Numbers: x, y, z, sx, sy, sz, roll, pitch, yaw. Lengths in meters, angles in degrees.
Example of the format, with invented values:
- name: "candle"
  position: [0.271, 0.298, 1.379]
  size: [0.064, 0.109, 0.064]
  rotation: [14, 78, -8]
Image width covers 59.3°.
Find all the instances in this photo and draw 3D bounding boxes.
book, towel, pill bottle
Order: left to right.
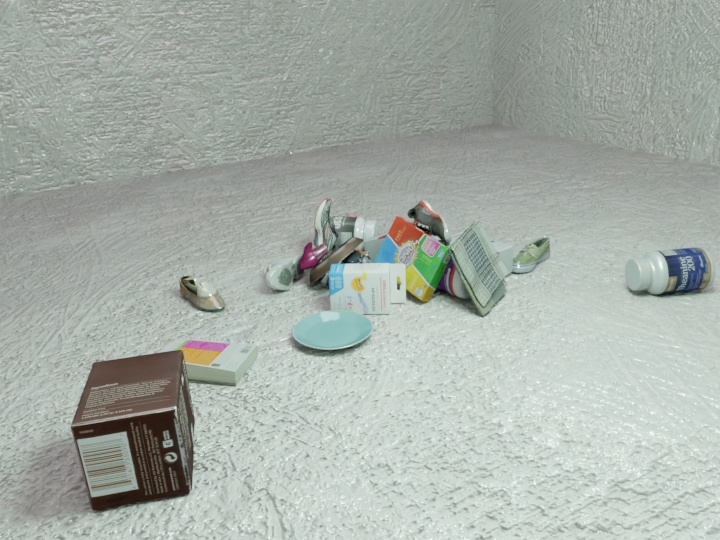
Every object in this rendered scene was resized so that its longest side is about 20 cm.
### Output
- name: "book"
  position: [-0.344, 0.197, 1.412]
  size: [0.195, 0.049, 0.134]
  rotation: [3, 20, 13]
- name: "pill bottle"
  position: [-0.043, -0.118, 2.058]
  size: [0.195, 0.116, 0.114]
  rotation: [2, 22, 14]
- name: "pill bottle"
  position: [0.231, -0.002, 1.734]
  size: [0.111, 0.115, 0.198]
  rotation: [-20, 27, -37]
- name: "towel"
  position: [0.313, -0.009, 1.634]
  size: [0.034, 0.203, 0.192]
  rotation: [-21, 11, 39]
- name: "pill bottle"
  position: [0.803, 0.002, 1.651]
  size: [0.195, 0.113, 0.111]
  rotation: [-5, 21, -4]

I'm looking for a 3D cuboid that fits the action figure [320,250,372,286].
- name: "action figure"
  position: [0.000, 0.000, 1.778]
  size: [0.195, 0.107, 0.194]
  rotation: [5, 28, 15]

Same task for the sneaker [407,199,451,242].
- name: "sneaker"
  position: [0.199, -0.129, 1.855]
  size: [0.081, 0.078, 0.201]
  rotation: [-27, 37, -5]

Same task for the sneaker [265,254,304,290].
- name: "sneaker"
  position: [-0.238, 0.010, 1.839]
  size: [0.097, 0.080, 0.200]
  rotation: [-3, 12, 19]

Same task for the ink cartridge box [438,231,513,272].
- name: "ink cartridge box"
  position: [0.319, -0.039, 1.832]
  size: [0.143, 0.085, 0.198]
  rotation: [-20, 27, -36]

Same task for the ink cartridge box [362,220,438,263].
- name: "ink cartridge box"
  position: [0.128, -0.090, 1.954]
  size: [0.144, 0.085, 0.198]
  rotation: [-11, 10, 45]

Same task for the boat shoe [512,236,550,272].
- name: "boat shoe"
  position: [0.503, -0.049, 1.884]
  size: [0.071, 0.063, 0.198]
  rotation: [15, 29, 38]

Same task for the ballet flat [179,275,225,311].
- name: "ballet flat"
  position: [-0.442, 0.057, 1.738]
  size: [0.197, 0.069, 0.067]
  rotation: [17, 29, 40]

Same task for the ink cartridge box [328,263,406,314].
- name: "ink cartridge box"
  position: [0.020, 0.047, 1.636]
  size: [0.195, 0.118, 0.068]
  rotation: [-1, 21, 5]

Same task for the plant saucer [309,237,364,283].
- name: "plant saucer"
  position: [-0.075, -0.036, 1.815]
  size: [0.199, 0.032, 0.200]
  rotation: [-39, 4, 3]

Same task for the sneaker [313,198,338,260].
- name: "sneaker"
  position: [-0.104, -0.123, 1.977]
  size: [0.073, 0.205, 0.081]
  rotation: [4, 5, 8]

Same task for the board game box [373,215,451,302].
- name: "board game box"
  position: [0.140, -0.033, 1.709]
  size: [0.199, 0.155, 0.040]
  rotation: [36, 15, 37]

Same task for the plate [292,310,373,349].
- name: "plate"
  position: [-0.065, 0.149, 1.520]
  size: [0.195, 0.026, 0.201]
  rotation: [-3, 22, 1]

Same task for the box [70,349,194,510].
- name: "box"
  position: [-0.376, 0.263, 1.080]
  size: [0.160, 0.170, 0.200]
  rotation: [-8, 23, -10]

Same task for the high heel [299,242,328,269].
- name: "high heel"
  position: [-0.160, -0.035, 1.855]
  size: [0.095, 0.068, 0.200]
  rotation: [-35, 4, -17]
